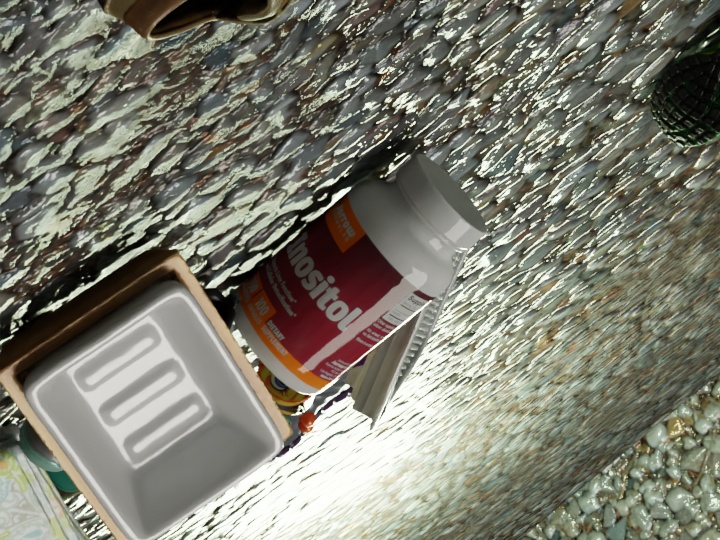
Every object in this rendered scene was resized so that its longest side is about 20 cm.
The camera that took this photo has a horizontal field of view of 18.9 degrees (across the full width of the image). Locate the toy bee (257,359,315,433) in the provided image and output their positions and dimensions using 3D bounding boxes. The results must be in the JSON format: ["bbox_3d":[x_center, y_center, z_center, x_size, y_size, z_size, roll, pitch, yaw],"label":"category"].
[{"bbox_3d":[-0.053,0.084,1.892,0.200,0.109,0.131,-37,166,5],"label":"toy bee"}]

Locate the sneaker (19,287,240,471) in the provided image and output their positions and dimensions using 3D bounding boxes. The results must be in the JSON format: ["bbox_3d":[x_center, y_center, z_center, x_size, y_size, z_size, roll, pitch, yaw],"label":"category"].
[{"bbox_3d":[-0.175,0.069,1.678,0.200,0.078,0.140,-36,165,-36],"label":"sneaker"}]

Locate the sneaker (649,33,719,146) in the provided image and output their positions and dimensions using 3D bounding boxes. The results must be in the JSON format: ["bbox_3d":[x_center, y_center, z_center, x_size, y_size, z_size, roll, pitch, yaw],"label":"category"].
[{"bbox_3d":[0.349,-0.187,1.997,0.200,0.078,0.085,-44,169,35],"label":"sneaker"}]

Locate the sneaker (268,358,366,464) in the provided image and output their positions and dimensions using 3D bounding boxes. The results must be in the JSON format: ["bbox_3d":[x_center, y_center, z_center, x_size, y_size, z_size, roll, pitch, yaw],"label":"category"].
[{"bbox_3d":[-0.059,0.104,2.035,0.200,0.074,0.088,-37,153,-32],"label":"sneaker"}]

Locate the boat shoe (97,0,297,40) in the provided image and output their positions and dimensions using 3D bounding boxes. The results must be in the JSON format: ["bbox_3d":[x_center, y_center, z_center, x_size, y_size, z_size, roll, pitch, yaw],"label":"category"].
[{"bbox_3d":[-0.066,-0.170,1.207,0.200,0.074,0.076,-23,160,-37],"label":"boat shoe"}]

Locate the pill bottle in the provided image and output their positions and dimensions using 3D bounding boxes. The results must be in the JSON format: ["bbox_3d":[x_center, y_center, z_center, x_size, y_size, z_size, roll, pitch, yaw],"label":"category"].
[{"bbox_3d":[0.000,0.000,1.752,0.200,0.113,0.113,-41,163,14],"label":"pill bottle"}]

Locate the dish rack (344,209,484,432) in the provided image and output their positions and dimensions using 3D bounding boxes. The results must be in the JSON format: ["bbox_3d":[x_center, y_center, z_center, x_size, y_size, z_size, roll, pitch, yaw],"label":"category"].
[{"bbox_3d":[0.045,0.035,1.915,0.172,0.044,0.200,-68,172,26],"label":"dish rack"}]

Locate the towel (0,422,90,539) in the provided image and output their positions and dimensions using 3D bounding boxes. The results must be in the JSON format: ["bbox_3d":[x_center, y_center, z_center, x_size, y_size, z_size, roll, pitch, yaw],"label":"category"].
[{"bbox_3d":[-0.323,0.234,1.741,0.200,0.048,0.171,-34,127,-13],"label":"towel"}]

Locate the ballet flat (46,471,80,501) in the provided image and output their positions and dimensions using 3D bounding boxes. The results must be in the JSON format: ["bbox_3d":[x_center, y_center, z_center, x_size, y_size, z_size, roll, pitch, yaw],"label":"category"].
[{"bbox_3d":[-0.262,0.165,1.812,0.200,0.067,0.062,-37,-167,15],"label":"ballet flat"}]

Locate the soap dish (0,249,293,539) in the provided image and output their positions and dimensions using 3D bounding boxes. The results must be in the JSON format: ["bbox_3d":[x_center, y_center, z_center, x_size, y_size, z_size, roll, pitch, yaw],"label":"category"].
[{"bbox_3d":[-0.161,0.092,1.601,0.157,0.081,0.200,-34,126,-7],"label":"soap dish"}]
